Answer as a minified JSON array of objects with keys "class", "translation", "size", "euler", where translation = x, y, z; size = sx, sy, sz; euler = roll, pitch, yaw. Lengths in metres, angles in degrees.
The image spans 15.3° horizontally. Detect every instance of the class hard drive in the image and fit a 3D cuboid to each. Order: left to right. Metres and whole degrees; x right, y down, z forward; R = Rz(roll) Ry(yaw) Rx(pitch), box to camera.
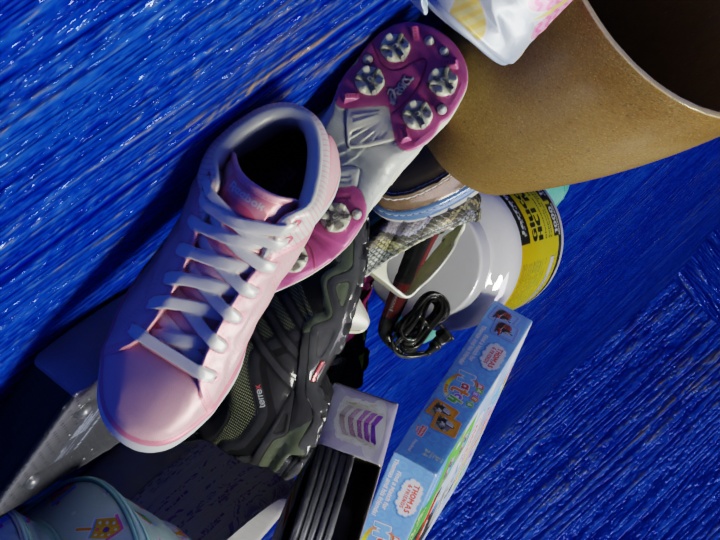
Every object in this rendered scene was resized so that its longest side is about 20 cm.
[{"class":"hard drive","translation":[-0.141,0.061,1.533],"size":[0.200,0.042,0.135],"euler":[-32,164,-53]}]

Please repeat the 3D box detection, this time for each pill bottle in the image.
[{"class":"pill bottle","translation":[0.072,-0.016,1.926],"size":[0.113,0.112,0.200],"euler":[-47,171,16]}]

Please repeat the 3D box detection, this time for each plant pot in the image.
[{"class":"plant pot","translation":[0.124,-0.127,1.550],"size":[0.200,0.187,0.186],"euler":[-35,180,45]}]

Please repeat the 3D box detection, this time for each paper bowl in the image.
[{"class":"paper bowl","translation":[-0.147,0.182,1.848],"size":[0.201,0.104,0.201],"euler":[-45,171,-9]}]

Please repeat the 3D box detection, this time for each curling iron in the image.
[{"class":"curling iron","translation":[0.056,-0.032,1.808],"size":[0.026,0.049,0.201],"euler":[-19,-128,61]}]

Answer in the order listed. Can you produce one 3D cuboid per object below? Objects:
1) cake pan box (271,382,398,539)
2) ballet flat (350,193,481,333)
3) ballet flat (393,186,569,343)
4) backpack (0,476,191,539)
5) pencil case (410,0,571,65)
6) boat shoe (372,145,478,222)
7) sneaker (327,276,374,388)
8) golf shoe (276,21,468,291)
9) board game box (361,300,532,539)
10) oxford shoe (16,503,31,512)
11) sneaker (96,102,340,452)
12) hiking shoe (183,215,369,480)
[{"class":"cake pan box","translation":[-0.036,0.197,1.729],"size":[0.200,0.052,0.185],"euler":[113,-6,-55]},{"class":"ballet flat","translation":[0.000,0.000,1.728],"size":[0.200,0.072,0.072],"euler":[-36,169,-14]},{"class":"ballet flat","translation":[0.082,-0.027,2.130],"size":[0.200,0.067,0.070],"euler":[-47,147,8]},{"class":"backpack","translation":[-0.182,0.218,1.551],"size":[0.199,0.176,0.153],"euler":[-36,131,7]},{"class":"pencil case","translation":[0.109,-0.200,1.377],"size":[0.200,0.083,0.091],"euler":[-48,157,13]},{"class":"boat shoe","translation":[0.077,-0.113,1.694],"size":[0.200,0.072,0.072],"euler":[-41,153,-6]},{"class":"sneaker","translation":[-0.018,0.034,1.819],"size":[0.200,0.087,0.074],"euler":[-51,169,19]},{"class":"golf shoe","translation":[-0.017,-0.050,1.512],"size":[0.200,0.075,0.092],"euler":[-43,174,-8]},{"class":"board game box","translation":[0.048,0.131,1.819],"size":[0.200,0.036,0.152],"euler":[-54,169,-53]},{"class":"oxford shoe","translation":[-0.223,0.208,1.741],"size":[0.073,0.071,0.200],"euler":[-47,173,-22]},{"class":"sneaker","translation":[-0.077,-0.003,1.399],"size":[0.201,0.075,0.105],"euler":[-58,174,-12]},{"class":"hiking shoe","translation":[-0.054,0.024,1.642],"size":[0.076,0.100,0.202],"euler":[-90,-165,-84]}]
